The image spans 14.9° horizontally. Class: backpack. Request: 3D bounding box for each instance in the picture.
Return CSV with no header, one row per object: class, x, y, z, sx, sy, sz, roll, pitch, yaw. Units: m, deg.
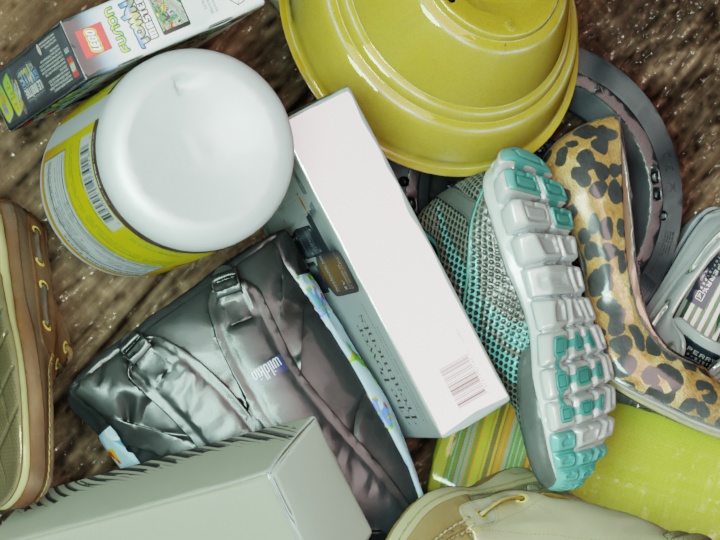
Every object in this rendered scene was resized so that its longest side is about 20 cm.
backpack,-0.047,0.107,1.579,0.163,0.154,0.200,-39,79,-10

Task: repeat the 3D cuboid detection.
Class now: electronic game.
electronic game,0.102,-0.044,1.690,0.200,0.042,0.200,0,89,-13

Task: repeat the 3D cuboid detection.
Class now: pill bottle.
pill bottle,-0.114,-0.055,1.532,0.109,0.200,0.109,2,84,-19

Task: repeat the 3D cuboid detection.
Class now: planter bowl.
planter bowl,0.059,-0.163,1.609,0.200,0.083,0.201,10,67,-23

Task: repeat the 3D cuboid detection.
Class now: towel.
towel,0.145,0.121,1.663,0.200,0.018,0.086,16,79,5

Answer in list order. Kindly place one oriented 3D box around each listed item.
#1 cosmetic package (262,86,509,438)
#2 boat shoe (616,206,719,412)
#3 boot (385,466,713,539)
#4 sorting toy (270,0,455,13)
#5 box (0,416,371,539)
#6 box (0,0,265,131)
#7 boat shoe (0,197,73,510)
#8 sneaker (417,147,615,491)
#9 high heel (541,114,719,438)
cosmetic package,0.000,0.000,1.592,0.052,0.151,0.200,-28,94,-13
boat shoe,0.198,0.048,1.701,0.073,0.067,0.200,23,78,-15
boot,0.109,0.174,1.532,0.200,0.155,0.073,-15,119,-57
sorting toy,0.008,-0.229,1.679,0.185,0.036,0.200,-43,99,-18
box,-0.101,0.148,1.497,0.082,0.200,0.068,65,30,-16
box,-0.134,-0.126,1.532,0.110,0.200,0.035,-25,93,-20
boat shoe,-0.191,0.042,1.536,0.068,0.072,0.200,14,50,-36
sneaker,0.087,0.034,1.601,0.078,0.091,0.200,6,69,-53
high heel,0.181,0.006,1.640,0.200,0.071,0.143,31,89,3
